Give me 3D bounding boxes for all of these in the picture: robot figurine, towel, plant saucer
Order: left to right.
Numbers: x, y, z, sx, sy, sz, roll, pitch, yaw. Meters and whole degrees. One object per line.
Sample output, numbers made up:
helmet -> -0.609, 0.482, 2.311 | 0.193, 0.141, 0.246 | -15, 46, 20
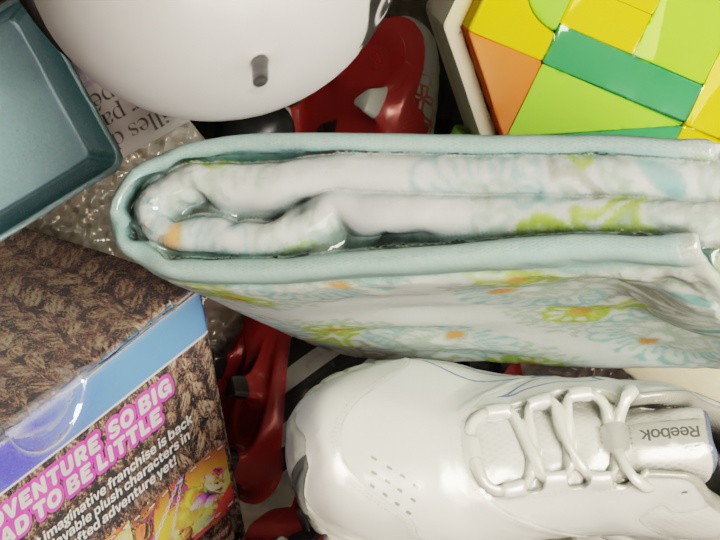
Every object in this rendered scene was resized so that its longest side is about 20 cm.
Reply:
plant saucer -> -0.177, -0.016, 0.922 | 0.200, 0.019, 0.070 | -33, 105, -20
robot figurine -> -0.058, -0.123, 0.886 | 0.150, 0.200, 0.125 | 35, 97, -26
towel -> 0.042, -0.001, 0.881 | 0.199, 0.171, 0.048 | 2, 77, 18

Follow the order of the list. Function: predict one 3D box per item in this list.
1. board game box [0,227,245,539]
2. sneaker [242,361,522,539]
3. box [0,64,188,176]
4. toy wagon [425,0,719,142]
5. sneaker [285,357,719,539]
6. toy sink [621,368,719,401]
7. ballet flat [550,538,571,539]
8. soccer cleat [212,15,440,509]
board game box -> -0.125, 0.114, 0.967 | 0.159, 0.097, 0.201 | -38, 132, -40
sneaker -> 0.003, 0.111, 0.971 | 0.200, 0.071, 0.098 | -42, 107, -32
box -> -0.131, -0.041, 0.986 | 0.200, 0.041, 0.039 | -29, 117, -5
toy wagon -> 0.124, -0.080, 0.937 | 0.200, 0.040, 0.156 | 21, 104, -21
sneaker -> 0.066, 0.058, 0.928 | 0.199, 0.087, 0.075 | 3, 72, -34
toy sink -> 0.145, -0.011, 1.051 | 0.200, 0.112, 0.130 | 39, 96, -22
ballet flat -> 0.027, 0.129, 1.064 | 0.200, 0.069, 0.070 | -26, 120, -36
soccer cleat -> 0.000, 0.000, 1.035 | 0.085, 0.069, 0.201 | 8, 112, -30
